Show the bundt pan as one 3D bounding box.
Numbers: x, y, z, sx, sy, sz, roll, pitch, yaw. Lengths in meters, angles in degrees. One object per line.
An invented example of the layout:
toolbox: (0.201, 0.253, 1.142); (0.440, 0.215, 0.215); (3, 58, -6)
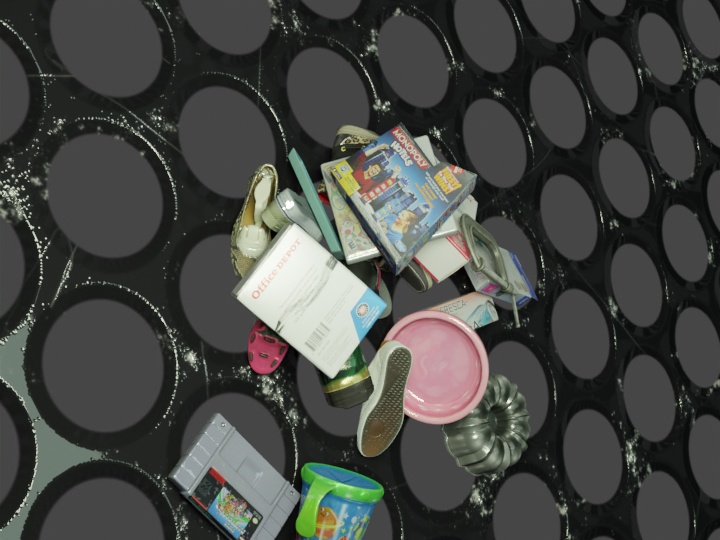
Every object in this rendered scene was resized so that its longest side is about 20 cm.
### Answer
bundt pan: (0.246, 0.283, 1.793); (0.199, 0.075, 0.207); (11, 71, -35)

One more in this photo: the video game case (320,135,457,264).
video game case: (0.047, -0.123, 1.629); (0.196, 0.023, 0.186); (-15, 72, -3)

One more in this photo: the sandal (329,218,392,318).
sandal: (0.000, 0.000, 1.680); (0.075, 0.045, 0.203); (-33, 106, -25)

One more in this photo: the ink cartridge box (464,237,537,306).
ink cartridge box: (0.265, 0.002, 1.855); (0.198, 0.042, 0.121); (16, 42, -48)

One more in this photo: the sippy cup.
sippy cup: (-0.043, 0.389, 1.507); (0.175, 0.139, 0.133); (16, 88, -30)

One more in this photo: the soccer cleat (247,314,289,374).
soccer cleat: (-0.137, 0.068, 1.561); (0.068, 0.086, 0.205); (11, 91, 0)

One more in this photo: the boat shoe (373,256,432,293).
boat shoe: (0.050, -0.029, 1.731); (0.201, 0.072, 0.065); (50, 61, -13)

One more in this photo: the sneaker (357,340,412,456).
sneaker: (0.037, 0.219, 1.651); (0.072, 0.085, 0.204); (17, 94, -22)

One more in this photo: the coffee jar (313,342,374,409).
coffee jar: (-0.044, 0.129, 1.590); (0.084, 0.104, 0.204); (-20, 90, -11)

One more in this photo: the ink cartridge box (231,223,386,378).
ink cartridge box: (-0.081, 0.045, 1.482); (0.199, 0.084, 0.145); (41, 82, -13)

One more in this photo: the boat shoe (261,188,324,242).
boat shoe: (-0.113, -0.085, 1.583); (0.073, 0.061, 0.200); (64, 7, 18)

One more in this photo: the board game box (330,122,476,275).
board game box: (0.084, -0.133, 1.588); (0.198, 0.062, 0.202); (-32, 74, -9)

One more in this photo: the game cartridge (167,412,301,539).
game cartridge: (-0.192, 0.336, 1.470); (0.200, 0.038, 0.130); (48, 50, -18)

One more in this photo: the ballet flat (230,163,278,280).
ballet flat: (-0.172, -0.085, 1.565); (0.066, 0.075, 0.204); (13, 70, -10)

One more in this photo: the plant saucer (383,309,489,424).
plant saucer: (0.132, 0.167, 1.681); (0.204, 0.197, 0.051); (66, 20, -3)

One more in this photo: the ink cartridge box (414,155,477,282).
ink cartridge box: (0.135, -0.101, 1.755); (0.145, 0.084, 0.201); (43, 32, -18)

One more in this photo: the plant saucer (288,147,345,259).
plant saucer: (-0.075, -0.111, 1.633); (0.019, 0.070, 0.203); (-26, 75, 3)

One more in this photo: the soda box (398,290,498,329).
soda box: (0.167, 0.092, 1.789); (0.197, 0.063, 0.070); (-18, 89, -38)

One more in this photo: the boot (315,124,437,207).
boot: (0.024, -0.168, 1.698); (0.196, 0.074, 0.153); (20, 66, 10)

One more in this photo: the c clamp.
c clamp: (0.238, -0.010, 1.727); (0.199, 0.027, 0.174); (37, 38, -48)
